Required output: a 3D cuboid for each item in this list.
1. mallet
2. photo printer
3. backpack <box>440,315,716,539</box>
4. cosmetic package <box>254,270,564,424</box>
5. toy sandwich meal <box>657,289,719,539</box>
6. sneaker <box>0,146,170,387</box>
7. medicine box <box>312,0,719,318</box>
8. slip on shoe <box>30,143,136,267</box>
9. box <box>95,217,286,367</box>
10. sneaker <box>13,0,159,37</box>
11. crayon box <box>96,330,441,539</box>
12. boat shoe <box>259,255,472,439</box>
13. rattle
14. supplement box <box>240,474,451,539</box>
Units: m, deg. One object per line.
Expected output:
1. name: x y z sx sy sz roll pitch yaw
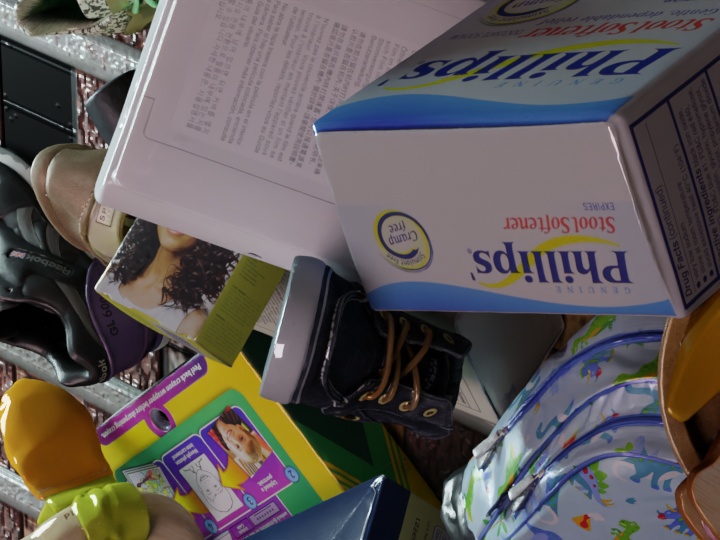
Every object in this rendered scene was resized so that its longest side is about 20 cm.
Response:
1. mallet: -0.109 -0.110 1.621 0.066 0.041 0.200 51 155 9
2. photo printer: -0.014 -0.080 1.468 0.200 0.166 0.069 19 174 -10
3. backpack: 0.147 0.103 1.500 0.163 0.154 0.200 26 121 -8
4. cosmetic package: 0.000 0.000 1.584 0.200 0.073 0.104 20 154 30
5. toy sandwich meal: 0.228 0.057 1.365 0.205 0.070 0.205 -1 101 -3
6. sneaker: -0.212 -0.005 1.783 0.200 0.088 0.076 35 136 20
7. medicine box: 0.114 -0.066 1.363 0.182 0.200 0.103 0 117 42
8. slip on shoe: -0.130 -0.029 1.639 0.061 0.200 0.076 18 87 14
9. box: -0.054 -0.055 1.536 0.075 0.200 0.050 24 171 30
10. sneaker: -0.112 -0.158 1.588 0.200 0.089 0.077 -16 107 43
11. crayon box: -0.061 0.129 1.761 0.173 0.058 0.200 53 139 -2
12. boat shoe: 0.007 0.040 1.426 0.091 0.200 0.071 15 87 5
13. rattle: -0.161 0.184 1.801 0.143 0.130 0.200 32 164 38
14. supplement box: 0.015 0.243 1.655 0.200 0.134 0.200 34 143 -22
